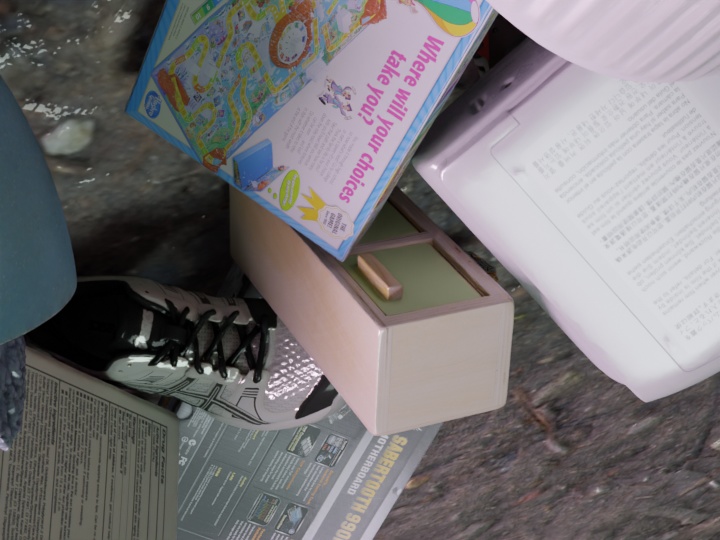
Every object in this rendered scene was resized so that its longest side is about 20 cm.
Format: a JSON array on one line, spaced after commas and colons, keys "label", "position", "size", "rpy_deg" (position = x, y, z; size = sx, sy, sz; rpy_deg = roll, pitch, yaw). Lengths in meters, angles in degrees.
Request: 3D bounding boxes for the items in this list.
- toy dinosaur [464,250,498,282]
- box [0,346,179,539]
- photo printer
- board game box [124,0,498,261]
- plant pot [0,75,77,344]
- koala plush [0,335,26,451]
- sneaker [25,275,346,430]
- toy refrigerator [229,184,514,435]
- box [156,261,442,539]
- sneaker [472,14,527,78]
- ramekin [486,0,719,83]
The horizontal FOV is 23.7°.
[{"label": "toy dinosaur", "position": [-0.010, 0.036, 1.114], "size": [0.199, 0.102, 0.136], "rpy_deg": [4, 132, -8]}, {"label": "box", "position": [-0.194, 0.120, 0.925], "size": [0.108, 0.129, 0.200], "rpy_deg": [-8, 158, 23]}, {"label": "photo printer", "position": [0.148, -0.040, 0.848], "size": [0.166, 0.070, 0.200], "rpy_deg": [-41, 113, 11]}, {"label": "board game box", "position": [-0.022, -0.107, 0.782], "size": [0.034, 0.134, 0.200], "rpy_deg": [-53, 177, -41]}, {"label": "plant pot", "position": [-0.221, -0.049, 0.694], "size": [0.199, 0.200, 0.136], "rpy_deg": [-10, 110, -23]}, {"label": "koala plush", "position": [-0.256, 0.113, 0.757], "size": [0.177, 0.201, 0.183], "rpy_deg": [11, -161, 43]}, {"label": "sneaker", "position": [-0.097, 0.044, 0.953], "size": [0.199, 0.076, 0.088], "rpy_deg": [4, 172, 22]}, {"label": "toy refrigerator", "position": [0.000, 0.000, 0.905], "size": [0.076, 0.200, 0.070], "rpy_deg": [-10, 122, -22]}, {"label": "box", "position": [-0.044, 0.100, 1.064], "size": [0.158, 0.048, 0.201], "rpy_deg": [22, 111, -21]}, {"label": "sneaker", "position": [0.080, -0.125, 0.898], "size": [0.081, 0.077, 0.201], "rpy_deg": [-2, 137, -18]}, {"label": "ramekin", "position": [0.115, -0.171, 0.695], "size": [0.199, 0.201, 0.105], "rpy_deg": [-2, 151, -34]}]
